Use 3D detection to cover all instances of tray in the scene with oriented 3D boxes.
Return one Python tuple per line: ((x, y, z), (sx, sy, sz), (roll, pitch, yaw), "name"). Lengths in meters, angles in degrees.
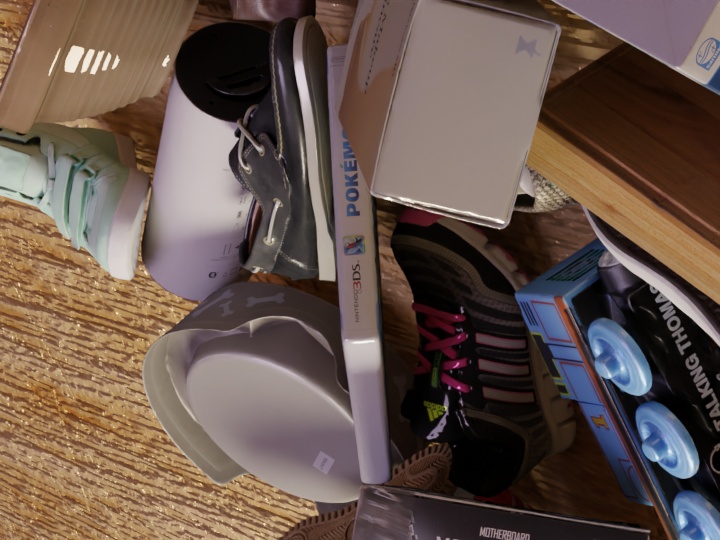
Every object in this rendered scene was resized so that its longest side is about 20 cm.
((0.180, -0.038, 1.236), (0.200, 0.098, 0.037), (38, 145, 31), "tray")

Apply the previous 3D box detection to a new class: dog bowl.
((-0.042, 0.088, 1.688), (0.199, 0.059, 0.201), (22, 146, 16), "dog bowl")

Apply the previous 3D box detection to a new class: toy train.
((0.166, 0.073, 1.389), (0.201, 0.086, 0.114), (63, 160, -14), "toy train")

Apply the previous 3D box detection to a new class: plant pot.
((-0.148, -0.167, 1.572), (0.092, 0.202, 0.201), (22, 151, -9), "plant pot")

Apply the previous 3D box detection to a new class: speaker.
((-0.090, -0.066, 1.644), (0.081, 0.081, 0.200), (46, 150, 19), "speaker")

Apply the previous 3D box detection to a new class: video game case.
((0.000, 0.000, 1.477), (0.200, 0.022, 0.183), (85, -178, -63), "video game case")

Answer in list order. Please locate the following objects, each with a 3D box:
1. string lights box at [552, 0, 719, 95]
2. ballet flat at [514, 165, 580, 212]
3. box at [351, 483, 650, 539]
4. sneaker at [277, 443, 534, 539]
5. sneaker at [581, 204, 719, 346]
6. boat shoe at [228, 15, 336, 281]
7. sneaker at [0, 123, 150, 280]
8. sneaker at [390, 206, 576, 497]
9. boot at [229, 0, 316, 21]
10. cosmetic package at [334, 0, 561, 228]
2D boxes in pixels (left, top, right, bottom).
((0.158, -0.107, 1.118), (0.103, 0.059, 0.200), (35, -171, 35), "string lights box")
((0.053, -0.061, 1.433), (0.200, 0.075, 0.068), (9, 116, 55), "ballet flat")
((0.079, 0.155, 1.456), (0.157, 0.050, 0.200), (9, 176, 6), "box")
((0.026, 0.190, 1.646), (0.200, 0.072, 0.112), (-34, 130, 32), "sneaker")
((0.175, -0.007, 1.308), (0.200, 0.073, 0.085), (57, -169, 31), "sneaker")
((-0.046, -0.067, 1.525), (0.067, 0.072, 0.201), (5, 139, 5), "boat shoe")
((-0.205, -0.049, 1.724), (0.200, 0.117, 0.074), (-123, 44, -69), "sneaker")
((0.059, 0.054, 1.497), (0.074, 0.087, 0.201), (16, 143, 43), "sneaker")
((-0.028, -0.195, 1.437), (0.187, 0.064, 0.201), (54, 151, 35), "boot")
((0.039, -0.099, 1.291), (0.200, 0.071, 0.106), (-112, 36, -75), "cosmetic package")
